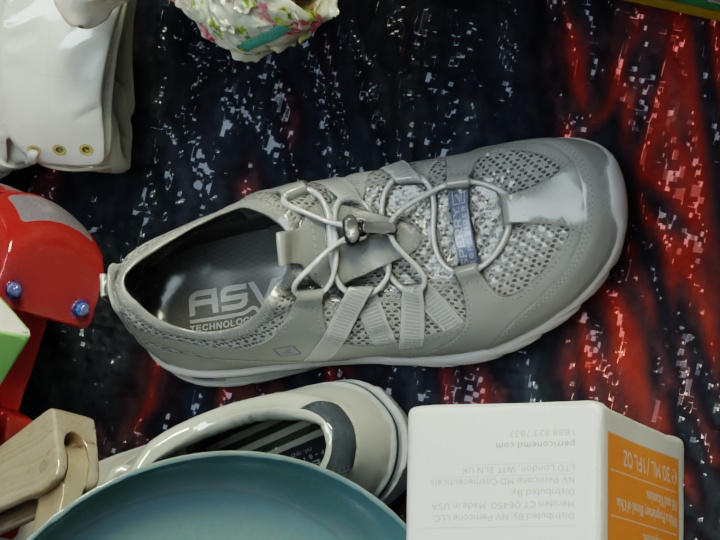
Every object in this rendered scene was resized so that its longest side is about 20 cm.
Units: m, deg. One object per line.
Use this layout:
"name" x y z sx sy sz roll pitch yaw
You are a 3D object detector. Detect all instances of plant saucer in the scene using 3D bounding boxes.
"plant saucer" -0.056 0.158 0.956 0.027 0.200 0.201 21 88 64

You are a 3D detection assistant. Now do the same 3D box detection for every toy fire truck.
"toy fire truck" -0.132 0.075 1.003 0.141 0.049 0.201 22 94 53

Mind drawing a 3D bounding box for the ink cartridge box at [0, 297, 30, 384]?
"ink cartridge box" -0.231 0.055 0.998 0.145 0.084 0.200 43 107 33

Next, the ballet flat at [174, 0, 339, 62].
"ballet flat" -0.013 -0.170 0.954 0.064 0.075 0.201 10 91 56

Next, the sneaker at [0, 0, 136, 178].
"sneaker" -0.150 -0.042 1.077 0.115 0.074 0.201 21 115 -2

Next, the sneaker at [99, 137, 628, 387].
"sneaker" 0.000 0.000 0.998 0.199 0.082 0.075 -18 73 20

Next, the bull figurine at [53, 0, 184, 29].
"bull figurine" -0.045 -0.170 1.025 0.065 0.121 0.201 25 89 10

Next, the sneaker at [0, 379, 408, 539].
"sneaker" -0.078 0.090 1.021 0.200 0.071 0.073 -30 70 18

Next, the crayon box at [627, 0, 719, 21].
"crayon box" 0.087 -0.135 0.905 0.172 0.200 0.059 13 85 13

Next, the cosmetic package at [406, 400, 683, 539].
"cosmetic package" 0.063 0.150 0.932 0.071 0.101 0.201 -3 80 22
